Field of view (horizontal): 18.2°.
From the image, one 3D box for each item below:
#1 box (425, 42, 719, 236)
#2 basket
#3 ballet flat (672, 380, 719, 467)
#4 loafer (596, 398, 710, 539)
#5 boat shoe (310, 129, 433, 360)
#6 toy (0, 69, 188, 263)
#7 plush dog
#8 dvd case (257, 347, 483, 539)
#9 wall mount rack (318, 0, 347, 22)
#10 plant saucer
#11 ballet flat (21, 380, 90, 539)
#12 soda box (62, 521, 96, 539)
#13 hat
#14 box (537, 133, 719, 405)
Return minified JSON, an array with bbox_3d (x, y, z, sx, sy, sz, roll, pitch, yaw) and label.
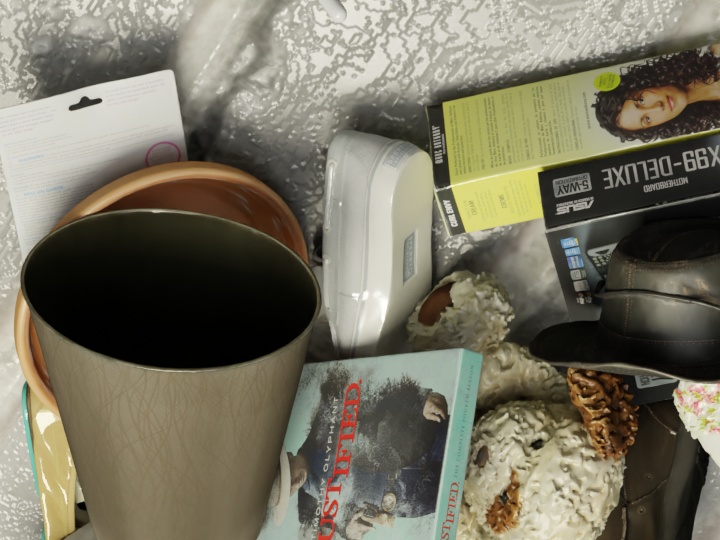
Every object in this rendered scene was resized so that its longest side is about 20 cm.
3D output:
[{"bbox_3d":[0.142,-0.081,1.387,0.198,0.076,0.050,-13,139,9],"label":"box"},{"bbox_3d":[-0.113,0.083,1.376,0.179,0.137,0.201,10,133,9],"label":"basket"},{"bbox_3d":[0.239,0.096,1.387,0.075,0.200,0.065,-11,79,18],"label":"ballet flat"},{"bbox_3d":[0.180,0.169,1.466,0.071,0.201,0.073,7,148,19],"label":"loafer"},{"bbox_3d":[0.000,0.000,1.446,0.068,0.072,0.201,24,136,26],"label":"boat shoe"},{"bbox_3d":[-0.165,-0.038,1.440,0.114,0.047,0.201,-15,124,-11],"label":"toy"},{"bbox_3d":[0.098,0.125,1.421,0.160,0.172,0.201,24,96,-33],"label":"plush dog"},{"bbox_3d":[-0.003,0.126,1.396,0.022,0.199,0.147,18,75,-33],"label":"dvd case"},{"bbox_3d":[-0.043,-0.252,1.318,0.173,0.075,0.200,34,114,-13],"label":"wall mount rack"},{"bbox_3d":[-0.129,0.015,1.434,0.199,0.037,0.202,-15,128,-20],"label":"plant saucer"},{"bbox_3d":[-0.192,0.162,1.532,0.062,0.069,0.202,0,116,3],"label":"ballet flat"},{"bbox_3d":[-0.140,0.190,1.500,0.199,0.068,0.064,-33,113,-11],"label":"soda box"},{"bbox_3d":[0.195,0.012,1.297,0.198,0.201,0.082,0,97,3],"label":"hat"},{"bbox_3d":[0.204,0.002,1.399,0.156,0.050,0.201,-11,141,8],"label":"box"}]
